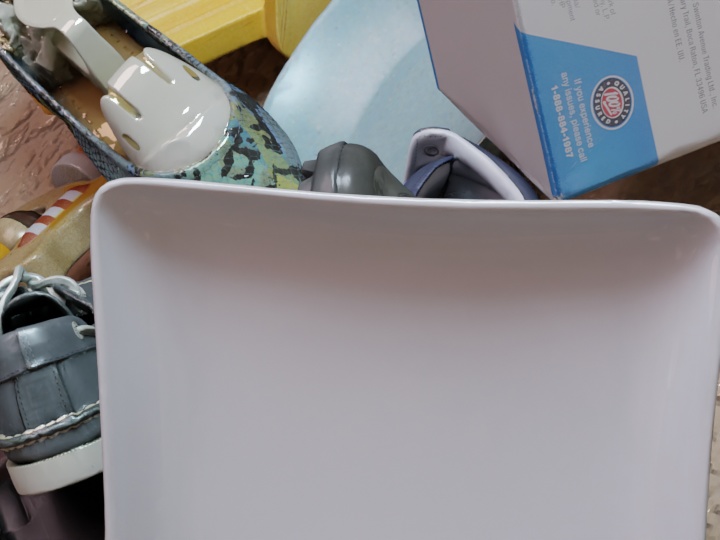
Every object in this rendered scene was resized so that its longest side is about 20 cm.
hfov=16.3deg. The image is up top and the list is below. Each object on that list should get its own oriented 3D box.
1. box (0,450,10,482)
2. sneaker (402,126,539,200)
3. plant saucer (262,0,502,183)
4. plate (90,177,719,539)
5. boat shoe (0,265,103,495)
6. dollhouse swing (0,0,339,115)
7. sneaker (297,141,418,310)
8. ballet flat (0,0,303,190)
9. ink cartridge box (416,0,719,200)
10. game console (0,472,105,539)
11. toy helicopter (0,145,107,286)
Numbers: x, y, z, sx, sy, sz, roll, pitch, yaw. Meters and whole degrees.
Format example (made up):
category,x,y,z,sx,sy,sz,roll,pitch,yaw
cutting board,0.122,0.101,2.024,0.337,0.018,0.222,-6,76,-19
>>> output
category,x,y,z,sx,sy,sz,roll,pitch,yaw
box,-0.201,0.118,1.152,0.200,0.075,0.100,-39,35,17
sneaker,0.000,0.000,0.971,0.199,0.109,0.070,3,56,32
plant saucer,0.027,-0.076,1.106,0.201,0.039,0.202,-37,33,29
plate,0.015,0.065,0.813,0.198,0.201,0.032,3,22,8
boat shoe,-0.111,0.025,0.970,0.072,0.062,0.200,-21,14,4
dollhouse swing,-0.099,-0.196,1.242,0.175,0.183,0.200,-11,28,-20
sneaker,0.047,0.026,0.867,0.090,0.201,0.067,-13,40,20
ballet flat,-0.106,-0.081,1.113,0.200,0.074,0.074,35,84,34
ink cartridge box,0.126,-0.134,0.931,0.199,0.129,0.125,-21,27,-11
game console,-0.063,0.169,0.928,0.175,0.117,0.201,-26,54,-4
toy helicopter,-0.124,-0.030,1.193,0.199,0.079,0.132,-28,16,25
